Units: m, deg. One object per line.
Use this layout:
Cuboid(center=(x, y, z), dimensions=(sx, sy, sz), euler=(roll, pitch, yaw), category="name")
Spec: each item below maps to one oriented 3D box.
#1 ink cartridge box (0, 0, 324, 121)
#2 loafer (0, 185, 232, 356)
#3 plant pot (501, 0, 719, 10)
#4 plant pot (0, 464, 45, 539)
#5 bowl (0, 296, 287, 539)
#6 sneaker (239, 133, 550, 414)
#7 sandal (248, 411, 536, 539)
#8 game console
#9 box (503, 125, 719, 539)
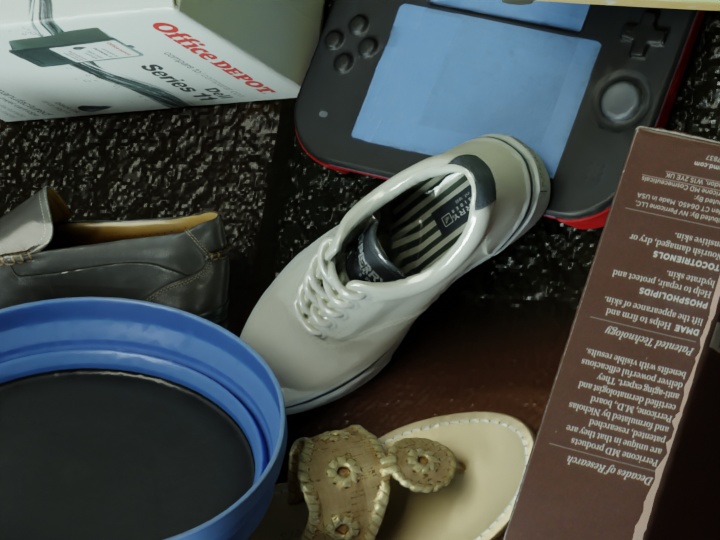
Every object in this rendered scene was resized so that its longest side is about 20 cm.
Cuboid(center=(-0.136, -0.140, 1.539), dimensions=(0.199, 0.147, 0.083), euler=(-4, 74, 29), category="ink cartridge box")
Cuboid(center=(-0.162, -0.010, 1.507), dimensions=(0.199, 0.073, 0.073), euler=(7, 110, -5), category="loafer")
Cuboid(center=(0.134, -0.221, 1.359), dimensions=(0.198, 0.200, 0.182), euler=(3, 81, -2), category="plant pot")
Cuboid(center=(-0.143, 0.208, 1.414), dimensions=(0.200, 0.200, 0.196), euler=(-47, 50, 8), category="plant pot")
Cuboid(center=(-0.133, 0.085, 1.403), dimensions=(0.200, 0.039, 0.201), euler=(-1, 35, 0), category="bowl")
Cuboid(center=(0.000, 0.000, 1.445), dimensions=(0.200, 0.071, 0.073), euler=(-43, 69, 26), category="sneaker")
Cuboid(center=(-0.021, 0.114, 1.437), dimensions=(0.211, 0.070, 0.078), euler=(-17, 66, 23), category="sandal")
Cuboid(center=(0.072, -0.118, 1.485), dimensions=(0.200, 0.031, 0.177), euler=(14, 82, 31), category="game console")
Cuboid(center=(0.142, 0.047, 1.351), dimensions=(0.075, 0.100, 0.201), euler=(15, 82, 32), category="box")
